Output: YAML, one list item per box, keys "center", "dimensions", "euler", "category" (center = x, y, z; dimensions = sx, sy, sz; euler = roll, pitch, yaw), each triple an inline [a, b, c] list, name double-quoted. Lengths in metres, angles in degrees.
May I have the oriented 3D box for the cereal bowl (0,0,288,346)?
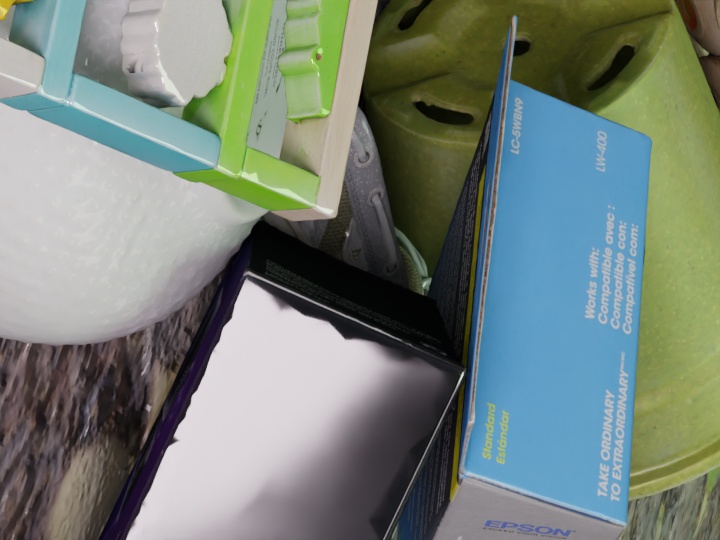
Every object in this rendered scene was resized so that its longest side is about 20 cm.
- center: [-0.060, -0.069, 0.755]
  dimensions: [0.200, 0.083, 0.200]
  euler: [16, 90, -72]
  category: "cereal bowl"

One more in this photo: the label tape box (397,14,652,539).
- center: [0.059, 0.028, 0.850]
  dimensions: [0.200, 0.063, 0.144]
  euler: [105, -8, -65]
  category: "label tape box"

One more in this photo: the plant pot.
- center: [0.085, -0.035, 1.074]
  dimensions: [0.200, 0.200, 0.184]
  euler: [-61, 146, -36]
  category: "plant pot"

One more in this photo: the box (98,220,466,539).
- center: [-0.045, 0.094, 0.810]
  dimensions: [0.141, 0.079, 0.200]
  euler: [-88, -157, -84]
  category: "box"

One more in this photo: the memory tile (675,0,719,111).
- center: [0.142, -0.128, 1.145]
  dimensions: [0.017, 0.200, 0.153]
  euler: [-25, 116, -11]
  category: "memory tile"

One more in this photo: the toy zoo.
- center: [-0.070, -0.103, 0.648]
  dimensions: [0.200, 0.020, 0.131]
  euler: [23, 72, -42]
  category: "toy zoo"

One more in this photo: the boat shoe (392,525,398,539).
- center: [-0.022, 0.114, 1.021]
  dimensions: [0.062, 0.075, 0.200]
  euler: [-85, 162, -54]
  category: "boat shoe"

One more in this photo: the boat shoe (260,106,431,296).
- center: [-0.001, -0.001, 0.969]
  dimensions: [0.065, 0.074, 0.202]
  euler: [-36, 149, -1]
  category: "boat shoe"
